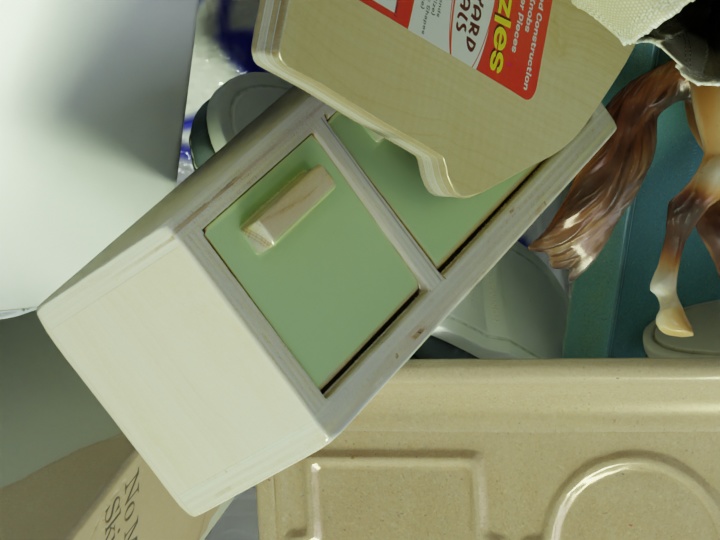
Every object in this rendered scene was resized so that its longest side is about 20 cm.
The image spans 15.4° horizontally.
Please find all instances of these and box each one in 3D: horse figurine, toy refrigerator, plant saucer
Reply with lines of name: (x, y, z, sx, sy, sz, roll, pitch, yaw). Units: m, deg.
horse figurine: (0.159, -0.031, 0.871, 0.199, 0.133, 0.050, 6, 162, -3)
toy refrigerator: (-0.002, -0.018, 0.793, 0.070, 0.200, 0.076, -31, 99, 40)
plant saucer: (0.111, -0.044, 0.913, 0.070, 0.019, 0.201, -8, 115, -35)

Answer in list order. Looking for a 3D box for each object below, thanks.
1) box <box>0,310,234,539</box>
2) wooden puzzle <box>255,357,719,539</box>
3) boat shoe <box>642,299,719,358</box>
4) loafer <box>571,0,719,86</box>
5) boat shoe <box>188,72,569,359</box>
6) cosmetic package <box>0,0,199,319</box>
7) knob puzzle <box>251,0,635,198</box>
box: (-0.113, 0.087, 0.838, 0.078, 0.200, 0.095, 19, 132, 16)
wooden puzzle: (0.058, 0.123, 0.905, 0.185, 0.046, 0.201, -1, 102, 19)
boat shoe: (0.198, 0.040, 0.911, 0.199, 0.067, 0.057, -4, 112, 1)
loafer: (0.117, -0.092, 0.805, 0.200, 0.068, 0.076, -2, 157, -48)
boat shoe: (0.000, 0.000, 0.904, 0.062, 0.073, 0.200, -24, 144, 29)
cosmetic package: (-0.109, -0.084, 0.771, 0.113, 0.081, 0.200, -5, 131, -22)
knob puzzle: (0.035, -0.118, 0.784, 0.219, 0.030, 0.220, -11, 103, -56)
